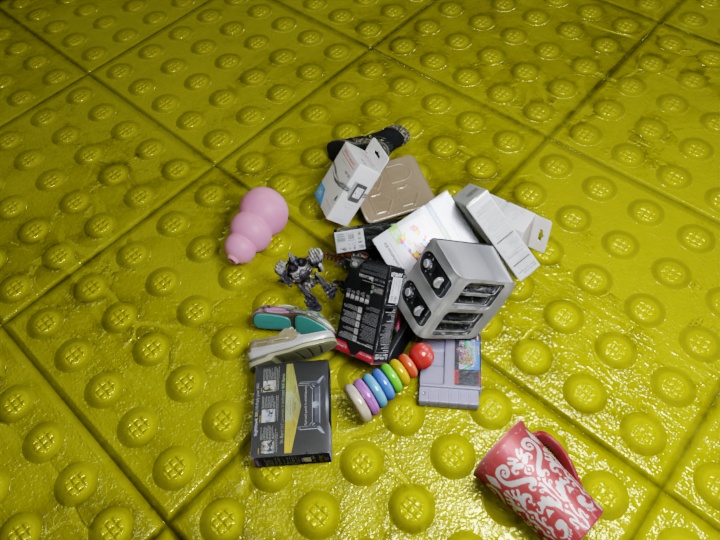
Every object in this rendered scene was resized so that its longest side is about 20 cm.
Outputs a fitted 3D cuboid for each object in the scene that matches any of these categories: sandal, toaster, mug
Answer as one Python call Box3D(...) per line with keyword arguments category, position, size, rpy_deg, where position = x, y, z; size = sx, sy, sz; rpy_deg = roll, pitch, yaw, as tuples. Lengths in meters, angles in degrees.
Box3D(category="sandal", position=(0.092, 0.120, 1.363), size=(0.044, 0.076, 0.201), rpy_deg=(20, 60, 28))
Box3D(category="toaster", position=(0.195, 0.039, 1.279), size=(0.197, 0.182, 0.120), rpy_deg=(5, 44, -32))
Box3D(category="mug", position=(0.331, 0.374, 1.121), size=(0.177, 0.134, 0.200), rpy_deg=(-37, 62, -19))

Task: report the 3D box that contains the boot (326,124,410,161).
Box3D(category="boot", position=(0.024, -0.342, 1.711), size=(0.201, 0.075, 0.153), rpy_deg=(8, 33, 36))

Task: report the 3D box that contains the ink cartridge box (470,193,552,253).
Box3D(category="ink cartridge box", position=(0.335, -0.097, 1.470), size=(0.198, 0.117, 0.067), rpy_deg=(28, 59, 24))

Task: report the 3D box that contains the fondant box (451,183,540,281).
Box3D(category="fondant box", position=(0.286, -0.085, 1.349), size=(0.058, 0.201, 0.144), rpy_deg=(-37, 13, 4))

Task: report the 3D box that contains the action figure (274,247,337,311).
Box3D(category="action figure", position=(-0.129, 0.002, 1.430), size=(0.118, 0.103, 0.200), rpy_deg=(-31, 41, -13))

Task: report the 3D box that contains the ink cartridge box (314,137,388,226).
Box3D(category="ink cartridge box", position=(-0.024, -0.227, 1.535), size=(0.066, 0.201, 0.117), rpy_deg=(17, 28, -34))

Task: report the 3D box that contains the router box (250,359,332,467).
Box3D(category="router box", position=(-0.137, 0.285, 1.270), size=(0.154, 0.053, 0.203), rpy_deg=(-4, 54, 2))

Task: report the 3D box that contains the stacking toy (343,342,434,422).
Box3D(category="stacking toy", position=(0.067, 0.218, 1.273), size=(0.198, 0.086, 0.086), rpy_deg=(-32, 57, -12))

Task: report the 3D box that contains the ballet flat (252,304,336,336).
Box3D(category="ballet flat", position=(-0.142, 0.107, 1.401), size=(0.196, 0.070, 0.072), rpy_deg=(9, 35, 12))

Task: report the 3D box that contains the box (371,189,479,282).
Box3D(category="box", position=(0.146, -0.055, 1.381), size=(0.198, 0.041, 0.158), rpy_deg=(-32, 90, 1))

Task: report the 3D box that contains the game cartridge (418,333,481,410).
Box3D(category="game cartridge", position=(0.190, 0.191, 1.326), size=(0.127, 0.039, 0.203), rpy_deg=(0, 54, 10))

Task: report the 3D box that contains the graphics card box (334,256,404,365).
Box3D(category="graphics card box", position=(0.017, 0.081, 1.316), size=(0.050, 0.204, 0.124), rpy_deg=(5, 6, -44))

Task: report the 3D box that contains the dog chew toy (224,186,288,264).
Box3D(category="dog chew toy", position=(-0.260, -0.103, 1.530), size=(0.123, 0.125, 0.202), rpy_deg=(21, 66, 19))

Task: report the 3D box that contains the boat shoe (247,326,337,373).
Box3D(category="boat shoe", position=(-0.149, 0.156, 1.343), size=(0.196, 0.075, 0.069), rpy_deg=(-16, 59, 2))

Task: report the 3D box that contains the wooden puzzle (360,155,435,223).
Box3D(category="wooden puzzle", position=(0.079, -0.204, 1.619), size=(0.196, 0.047, 0.187), rpy_deg=(-14, 54, -11))

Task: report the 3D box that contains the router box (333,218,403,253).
Box3D(category="router box", position=(0.035, -0.084, 1.474), size=(0.196, 0.149, 0.052), rpy_deg=(-9, 97, -1))

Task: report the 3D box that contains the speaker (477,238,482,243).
Box3D(category="speaker", position=(0.226, -0.060, 1.472), size=(0.087, 0.089, 0.201), rpy_deg=(-28, 56, -16))

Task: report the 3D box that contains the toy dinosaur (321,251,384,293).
Box3D(category="toy dinosaur", position=(0.000, 0.000, 1.456), size=(0.196, 0.104, 0.136), rpy_deg=(-2, 20, 25))
